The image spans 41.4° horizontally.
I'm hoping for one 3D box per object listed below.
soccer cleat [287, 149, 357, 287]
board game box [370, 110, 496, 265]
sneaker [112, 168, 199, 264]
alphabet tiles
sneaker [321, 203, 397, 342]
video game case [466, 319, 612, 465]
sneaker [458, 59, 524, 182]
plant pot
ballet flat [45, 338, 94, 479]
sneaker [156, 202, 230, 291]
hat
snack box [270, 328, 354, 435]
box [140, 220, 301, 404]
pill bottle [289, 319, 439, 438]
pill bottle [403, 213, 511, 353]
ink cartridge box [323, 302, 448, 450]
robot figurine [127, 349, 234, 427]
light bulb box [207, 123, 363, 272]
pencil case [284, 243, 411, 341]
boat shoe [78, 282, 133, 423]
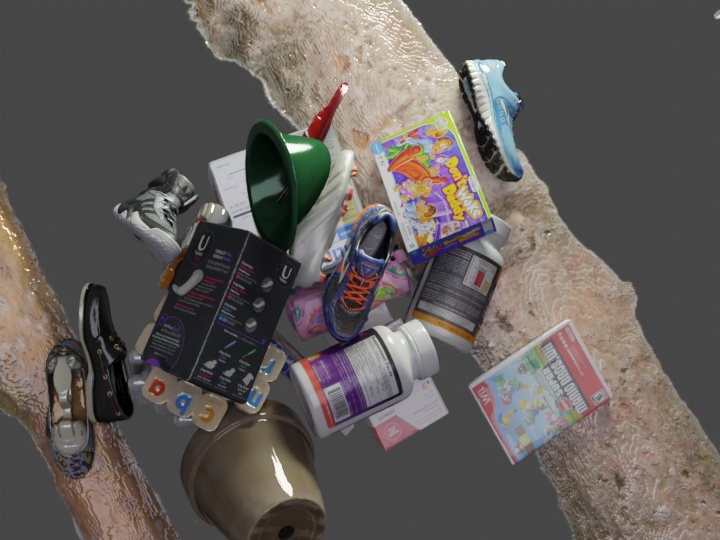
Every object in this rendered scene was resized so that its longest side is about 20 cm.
[{"bbox_3d":[-0.060,-0.077,1.324,0.076,0.069,0.204,19,85,0],"label":"soccer cleat"},{"bbox_3d":[0.107,-0.125,1.426,0.132,0.045,0.203,-22,61,7],"label":"board game box"},{"bbox_3d":[-0.278,-0.085,1.361,0.114,0.199,0.076,-44,123,-12],"label":"sneaker"},{"bbox_3d":[-0.208,0.116,1.331,0.197,0.015,0.198,26,68,4],"label":"alphabet tiles"},{"bbox_3d":[0.000,0.000,1.322,0.074,0.078,0.204,18,84,-9],"label":"sneaker"},{"bbox_3d":[0.283,0.190,1.502,0.198,0.017,0.145,-31,91,-8],"label":"video game case"},{"bbox_3d":[0.225,-0.240,1.494,0.088,0.078,0.204,-16,89,-12],"label":"sneaker"},{"bbox_3d":[-0.132,0.308,1.317,0.196,0.173,0.204,-12,119,-22],"label":"plant pot"},{"bbox_3d":[-0.425,0.202,1.378,0.070,0.072,0.205,-4,87,-8],"label":"ballet flat"},{"bbox_3d":[-0.225,-0.025,1.375,0.076,0.200,0.079,29,50,-14],"label":"sneaker"},{"bbox_3d":[-0.051,-0.139,1.300,0.173,0.165,0.205,-12,110,-28],"label":"hat"},{"bbox_3d":[-0.083,0.160,1.425,0.200,0.072,0.024,45,102,-3],"label":"snack box"},{"bbox_3d":[-0.181,0.053,1.248,0.105,0.121,0.204,30,78,-43],"label":"box"},{"bbox_3d":[0.007,0.147,1.349,0.197,0.111,0.113,-23,89,-13],"label":"pill bottle"},{"bbox_3d":[0.150,0.013,1.446,0.114,0.116,0.203,24,84,-5],"label":"pill bottle"},{"bbox_3d":[0.035,0.152,1.445,0.115,0.067,0.203,-28,90,-9],"label":"ink cartridge box"},{"bbox_3d":[-0.236,0.148,1.385,0.195,0.114,0.173,-3,59,-7],"label":"robot figurine"},{"bbox_3d":[-0.105,-0.086,1.413,0.195,0.125,0.204,-20,90,-9],"label":"light bulb box"},{"bbox_3d":[-0.018,0.032,1.434,0.196,0.087,0.089,-23,89,-5],"label":"pencil case"},{"bbox_3d":[-0.367,0.119,1.384,0.062,0.074,0.206,-5,93,11],"label":"boat shoe"}]
